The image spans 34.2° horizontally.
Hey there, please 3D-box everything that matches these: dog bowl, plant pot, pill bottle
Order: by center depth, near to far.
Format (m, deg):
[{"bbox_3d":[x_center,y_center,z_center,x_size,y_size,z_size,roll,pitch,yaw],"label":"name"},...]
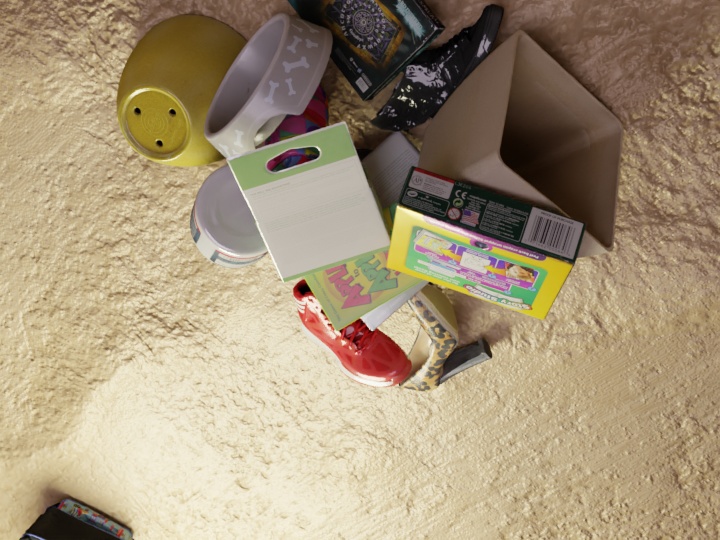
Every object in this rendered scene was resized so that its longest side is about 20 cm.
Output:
[{"bbox_3d":[0.172,-0.121,1.379,0.200,0.200,0.177,35,140,-29],"label":"plant pot"},{"bbox_3d":[-0.115,-0.217,1.390,0.059,0.200,0.200,31,124,-24],"label":"dog bowl"},{"bbox_3d":[-0.235,-0.214,1.510,0.199,0.142,0.201,7,118,14],"label":"plant pot"},{"bbox_3d":[-0.162,-0.066,1.526,0.119,0.200,0.120,1,84,-12],"label":"pill bottle"}]

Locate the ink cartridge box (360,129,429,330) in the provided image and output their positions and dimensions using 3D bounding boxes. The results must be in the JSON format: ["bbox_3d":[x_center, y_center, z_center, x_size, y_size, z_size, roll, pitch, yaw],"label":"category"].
[{"bbox_3d":[0.032,-0.052,1.508,0.200,0.044,0.174,-41,91,6],"label":"ink cartridge box"}]

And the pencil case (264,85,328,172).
[{"bbox_3d":[-0.080,-0.162,1.451,0.088,0.200,0.089,-1,126,-1],"label":"pencil case"}]

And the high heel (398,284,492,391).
[{"bbox_3d":[0.071,0.095,1.582,0.142,0.072,0.200,-27,131,23],"label":"high heel"}]

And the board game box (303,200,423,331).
[{"bbox_3d":[0.031,-0.019,1.465,0.200,0.048,0.102,-31,91,6],"label":"board game box"}]

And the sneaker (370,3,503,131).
[{"bbox_3d":[0.093,-0.248,1.432,0.104,0.060,0.200,23,124,1],"label":"sneaker"}]

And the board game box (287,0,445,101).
[{"bbox_3d":[-0.006,-0.325,1.413,0.135,0.028,0.200,-40,83,30],"label":"board game box"}]

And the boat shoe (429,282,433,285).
[{"bbox_3d":[0.000,0.000,1.577,0.200,0.069,0.084,25,133,-1],"label":"boat shoe"}]

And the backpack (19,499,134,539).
[{"bbox_3d":[-0.490,0.515,1.973,0.182,0.135,0.200,24,120,5],"label":"backpack"}]

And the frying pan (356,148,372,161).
[{"bbox_3d":[0.018,-0.072,1.569,0.115,0.031,0.190,-13,109,25],"label":"frying pan"}]

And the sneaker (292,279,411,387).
[{"bbox_3d":[-0.024,0.077,1.571,0.200,0.078,0.116,26,156,34],"label":"sneaker"}]

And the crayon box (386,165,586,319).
[{"bbox_3d":[0.136,-0.027,1.320,0.199,0.058,0.173,19,159,5],"label":"crayon box"}]

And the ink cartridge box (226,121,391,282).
[{"bbox_3d":[-0.057,-0.086,1.365,0.145,0.048,0.200,-17,130,6],"label":"ink cartridge box"}]
